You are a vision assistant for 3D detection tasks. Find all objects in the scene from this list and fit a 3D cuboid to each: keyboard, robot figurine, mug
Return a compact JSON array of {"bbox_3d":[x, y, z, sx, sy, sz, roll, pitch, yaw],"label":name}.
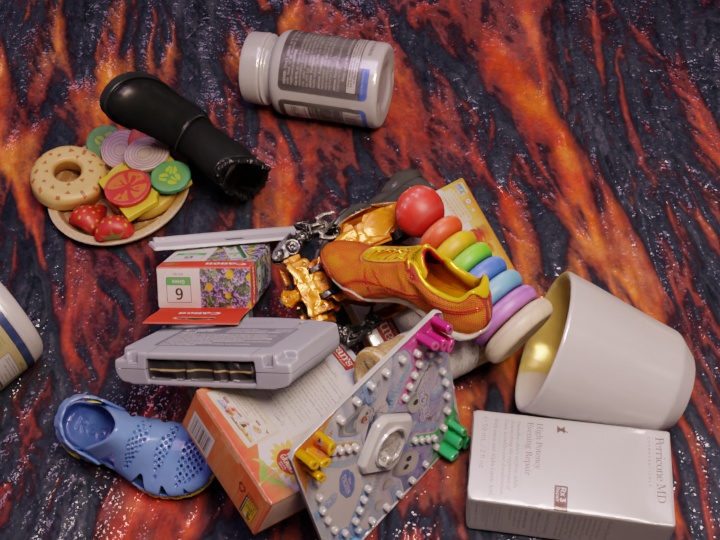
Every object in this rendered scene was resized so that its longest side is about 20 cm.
[{"bbox_3d":[-0.153,-0.038,1.146,0.196,0.011,0.056,-6,17,-20],"label":"keyboard"},{"bbox_3d":[0.000,0.000,1.036,0.197,0.058,0.147,-23,78,-16],"label":"robot figurine"},{"bbox_3d":[0.261,0.083,0.988,0.150,0.150,0.189,19,59,-1],"label":"mug"}]

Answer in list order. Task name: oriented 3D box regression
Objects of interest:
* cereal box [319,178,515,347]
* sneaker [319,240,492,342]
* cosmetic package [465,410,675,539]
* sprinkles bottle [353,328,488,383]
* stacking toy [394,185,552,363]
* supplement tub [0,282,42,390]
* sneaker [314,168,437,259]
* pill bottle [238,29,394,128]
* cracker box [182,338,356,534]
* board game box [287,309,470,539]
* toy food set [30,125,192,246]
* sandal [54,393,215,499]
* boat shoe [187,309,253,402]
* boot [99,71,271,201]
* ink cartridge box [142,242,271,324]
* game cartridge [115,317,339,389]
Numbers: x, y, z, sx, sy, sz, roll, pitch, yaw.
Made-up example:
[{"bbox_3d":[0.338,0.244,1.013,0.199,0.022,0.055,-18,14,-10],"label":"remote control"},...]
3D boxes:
[{"bbox_3d":[0.068,0.000,1.099,0.198,0.040,0.146,-28,81,-17],"label":"cereal box"},{"bbox_3d":[0.046,-0.001,0.943,0.197,0.078,0.073,18,41,27],"label":"sneaker"},{"bbox_3d":[0.205,0.208,0.943,0.195,0.075,0.103,4,53,8],"label":"cosmetic package"},{"bbox_3d":[0.085,0.085,1.006,0.198,0.069,0.068,-19,50,-38],"label":"sprinkles bottle"},{"bbox_3d":[0.105,-0.006,0.986,0.085,0.086,0.201,-34,74,-21],"label":"stacking toy"},{"bbox_3d":[-0.464,0.098,1.031,0.143,0.146,0.200,34,62,26],"label":"supplement tub"},{"bbox_3d":[0.026,-0.049,1.150,0.079,0.076,0.199,37,64,25],"label":"sneaker"},{"bbox_3d":[-0.059,-0.264,1.294,0.196,0.115,0.115,11,54,12],"label":"pill bottle"},{"bbox_3d":[-0.059,0.157,0.949,0.198,0.058,0.134,-17,58,-43],"label":"cracker box"},{"bbox_3d":[0.029,0.168,0.903,0.026,0.202,0.199,29,59,36],"label":"board game box"},{"bbox_3d":[-0.317,-0.117,1.243,0.196,0.049,0.200,-34,57,-20],"label":"toy food set"},{"bbox_3d":[-0.240,0.179,0.983,0.196,0.087,0.081,12,68,14],"label":"sandal"},{"bbox_3d":[-0.161,0.117,1.037,0.084,0.075,0.205,-5,51,0],"label":"boat shoe"},{"bbox_3d":[-0.212,-0.162,1.188,0.162,0.197,0.074,43,103,27],"label":"boot"},{"bbox_3d":[-0.167,0.011,1.063,0.106,0.052,0.200,0,12,4],"label":"ink cartridge box"},{"bbox_3d":[-0.127,0.080,0.949,0.196,0.041,0.133,-1,16,24],"label":"game cartridge"}]
